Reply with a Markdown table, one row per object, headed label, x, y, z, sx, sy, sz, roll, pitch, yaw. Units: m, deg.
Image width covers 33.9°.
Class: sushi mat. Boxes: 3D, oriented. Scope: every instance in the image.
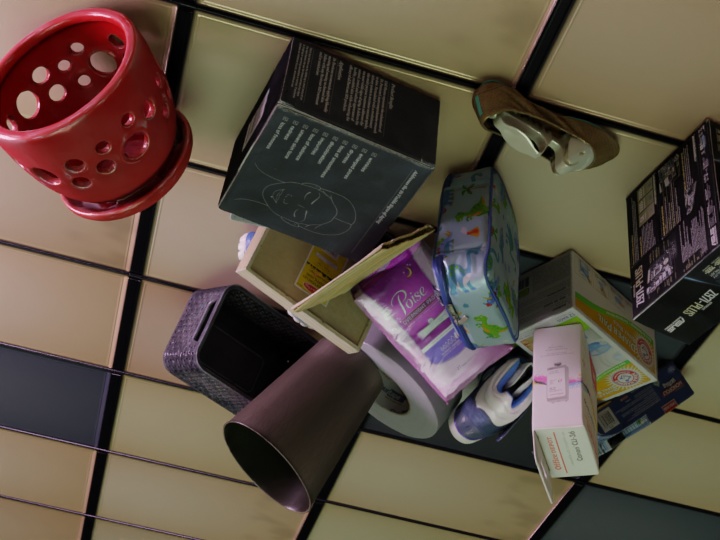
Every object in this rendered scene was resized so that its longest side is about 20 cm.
| label | x | y | z | sx | sy | sz | roll | pitch | yaw |
| --- | --- | --- | --- | --- | --- | --- | --- | --- | --- |
| sushi mat | 0.000 | 0.000 | 1.459 | 0.200 | 0.096 | 0.012 | -35 | 81 | 45 |

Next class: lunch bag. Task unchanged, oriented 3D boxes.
| label | x | y | z | sx | sy | sz | roll | pitch | yaw |
| --- | --- | --- | --- | --- | --- | --- | --- | --- | --- |
| lunch bag | 0.148 | -0.012 | 1.460 | 0.082 | 0.201 | 0.161 | -10 | 137 | 20 |

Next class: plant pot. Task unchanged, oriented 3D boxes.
| label | x | y | z | sx | sy | sz | roll | pitch | yaw |
| --- | --- | --- | --- | --- | --- | --- | --- | --- | --- |
| plant pot | -0.302 | -0.167 | 1.356 | 0.200 | 0.201 | 0.183 | -10 | 139 | 19 |

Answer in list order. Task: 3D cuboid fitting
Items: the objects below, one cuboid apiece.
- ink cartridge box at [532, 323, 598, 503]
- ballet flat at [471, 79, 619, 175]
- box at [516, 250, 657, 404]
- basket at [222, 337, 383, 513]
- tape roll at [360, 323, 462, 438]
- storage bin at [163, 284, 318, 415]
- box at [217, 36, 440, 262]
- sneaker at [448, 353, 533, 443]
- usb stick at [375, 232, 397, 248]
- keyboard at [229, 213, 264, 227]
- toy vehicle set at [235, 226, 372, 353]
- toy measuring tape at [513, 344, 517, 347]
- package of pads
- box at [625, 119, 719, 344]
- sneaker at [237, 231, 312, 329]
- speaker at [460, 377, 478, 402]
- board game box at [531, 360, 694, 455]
| label | x | y | z | sx | sy | sz | roll | pitch | yaw |
| --- | --- | --- | --- | --- | --- | --- | --- | --- | --- |
| ink cartridge box | 0.263 | 0.184 | 1.510 | 0.067 | 0.201 | 0.117 | -8 | 137 | 18 |
| ballet flat | 0.217 | -0.154 | 1.385 | 0.199 | 0.073 | 0.068 | 25 | 137 | -19 |
| box | 0.306 | 0.082 | 1.618 | 0.112 | 0.102 | 0.200 | -28 | 128 | 35 |
| basket | -0.069 | 0.200 | 1.622 | 0.136 | 0.200 | 0.181 | 11 | 138 | 41 |
| tape roll | 0.047 | 0.147 | 1.689 | 0.200 | 0.066 | 0.201 | 32 | 152 | 20 |
| storage bin | -0.165 | 0.124 | 1.695 | 0.200 | 0.136 | 0.094 | 38 | 151 | -31 |
| box | -0.038 | -0.137 | 1.405 | 0.196 | 0.124 | 0.200 | 22 | 138 | -15 |
| sneaker | 0.219 | 0.158 | 1.651 | 0.081 | 0.200 | 0.146 | 50 | 137 | 3 |
| usb stick | -0.019 | -0.054 | 1.554 | 0.200 | 0.056 | 0.033 | 32 | 170 | -25 |
| keyboard | -0.068 | -0.072 | 1.505 | 0.199 | 0.011 | 0.057 | 12 | 97 | -24 |
| toy vehicle set | -0.057 | 0.004 | 1.557 | 0.200 | 0.125 | 0.026 | 38 | 154 | -24 |
| toy measuring tape | 0.227 | 0.098 | 1.673 | 0.200 | 0.074 | 0.074 | 32 | 133 | -25 |
| package of pads | 0.094 | 0.063 | 1.549 | 0.120 | 0.076 | 0.200 | -41 | 102 | 4 |
| box | 0.396 | -0.045 | 1.385 | 0.086 | 0.201 | 0.164 | 22 | 137 | -16 |
| sneaker | -0.073 | 0.010 | 1.614 | 0.089 | 0.079 | 0.200 | -24 | 130 | 34 |
| speaker | 0.123 | 0.115 | 1.701 | 0.081 | 0.081 | 0.200 | -2 | 138 | 11 |
| board game box | 0.360 | 0.234 | 1.750 | 0.062 | 0.200 | 0.200 | 57 | 147 | 12 |
